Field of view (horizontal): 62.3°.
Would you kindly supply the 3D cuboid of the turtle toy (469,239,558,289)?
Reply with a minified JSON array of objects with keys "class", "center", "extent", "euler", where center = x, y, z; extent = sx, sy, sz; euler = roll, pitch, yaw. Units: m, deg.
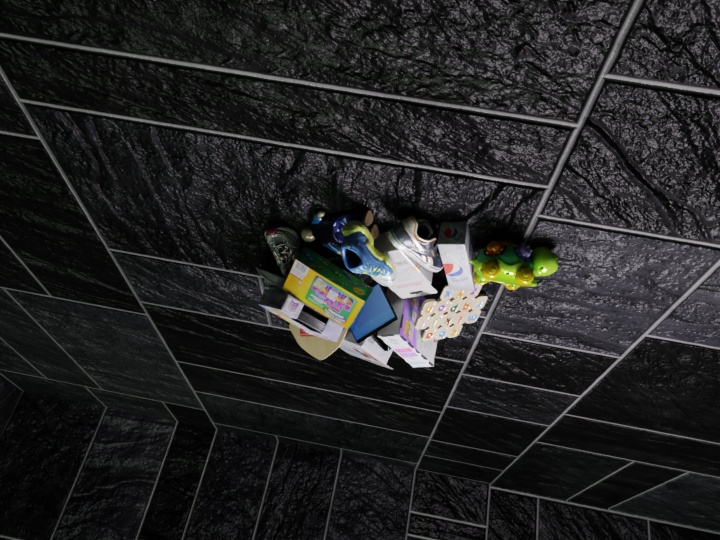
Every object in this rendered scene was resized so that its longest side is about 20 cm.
[{"class":"turtle toy","center":[0.348,-0.015,1.354],"extent":[0.199,0.102,0.146],"euler":[9,172,1]}]

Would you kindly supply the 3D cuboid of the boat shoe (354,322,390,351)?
[{"class":"boat shoe","center":[0.031,0.133,1.614],"extent":[0.200,0.069,0.084],"euler":[44,131,-9]}]

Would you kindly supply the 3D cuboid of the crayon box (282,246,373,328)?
[{"class":"crayon box","center":[-0.083,0.044,1.469],"extent":[0.200,0.058,0.119],"euler":[32,134,1]}]

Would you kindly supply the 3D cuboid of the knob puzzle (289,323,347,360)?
[{"class":"knob puzzle","center":[-0.119,0.162,1.754],"extent":[0.219,0.221,0.030],"euler":[-3,-179,24]}]

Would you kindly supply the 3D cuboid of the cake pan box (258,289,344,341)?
[{"class":"cake pan box","center":[-0.159,0.119,1.580],"extent":[0.184,0.052,0.200],"euler":[31,167,-26]}]

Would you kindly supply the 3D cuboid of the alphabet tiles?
[{"class":"alphabet tiles","center":[0.238,0.107,1.565],"extent":[0.199,0.015,0.196],"euler":[-4,131,-27]}]

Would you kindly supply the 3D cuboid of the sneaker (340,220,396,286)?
[{"class":"sneaker","center":[0.010,-0.013,1.358],"extent":[0.076,0.105,0.200],"euler":[-16,126,35]}]

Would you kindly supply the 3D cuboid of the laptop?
[{"class":"laptop","center":[-0.035,0.082,1.522],"extent":[0.200,0.104,0.177],"euler":[24,140,-28]}]

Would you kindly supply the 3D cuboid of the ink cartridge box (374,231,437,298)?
[{"class":"ink cartridge box","center":[0.103,-0.013,1.479],"extent":[0.117,0.068,0.200],"euler":[-12,141,33]}]

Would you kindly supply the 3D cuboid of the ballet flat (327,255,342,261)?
[{"class":"ballet flat","center":[-0.086,0.000,1.566],"extent":[0.071,0.069,0.200],"euler":[16,155,-33]}]

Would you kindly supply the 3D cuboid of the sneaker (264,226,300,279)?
[{"class":"sneaker","center":[-0.184,-0.039,1.526],"extent":[0.080,0.075,0.200],"euler":[-9,142,16]}]

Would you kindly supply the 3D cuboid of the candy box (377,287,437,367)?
[{"class":"candy box","center":[0.139,0.148,1.631],"extent":[0.071,0.168,0.200],"euler":[-9,143,34]}]

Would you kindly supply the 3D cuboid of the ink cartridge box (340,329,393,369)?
[{"class":"ink cartridge box","center":[0.002,0.209,1.802],"extent":[0.200,0.084,0.176],"euler":[12,158,45]}]

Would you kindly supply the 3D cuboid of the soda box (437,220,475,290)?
[{"class":"soda box","center":[0.231,-0.030,1.405],"extent":[0.063,0.068,0.200],"euler":[1,148,19]}]

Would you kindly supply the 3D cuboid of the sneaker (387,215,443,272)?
[{"class":"sneaker","center":[0.151,-0.060,1.370],"extent":[0.079,0.079,0.200],"euler":[-40,141,20]}]

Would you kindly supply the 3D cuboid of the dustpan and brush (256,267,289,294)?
[{"class":"dustpan and brush","center":[-0.193,0.060,1.622],"extent":[0.199,0.057,0.140],"euler":[19,170,4]}]

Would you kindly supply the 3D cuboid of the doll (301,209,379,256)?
[{"class":"doll","center":[-0.057,-0.091,1.422],"extent":[0.199,0.049,0.137],"euler":[-4,127,29]}]
